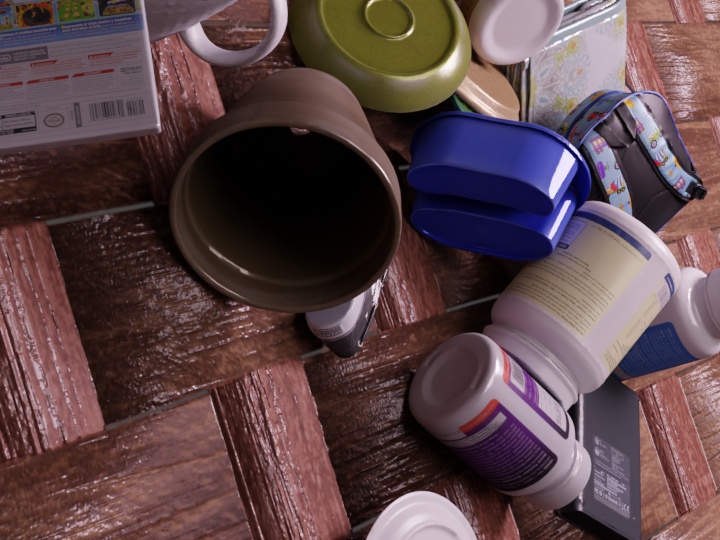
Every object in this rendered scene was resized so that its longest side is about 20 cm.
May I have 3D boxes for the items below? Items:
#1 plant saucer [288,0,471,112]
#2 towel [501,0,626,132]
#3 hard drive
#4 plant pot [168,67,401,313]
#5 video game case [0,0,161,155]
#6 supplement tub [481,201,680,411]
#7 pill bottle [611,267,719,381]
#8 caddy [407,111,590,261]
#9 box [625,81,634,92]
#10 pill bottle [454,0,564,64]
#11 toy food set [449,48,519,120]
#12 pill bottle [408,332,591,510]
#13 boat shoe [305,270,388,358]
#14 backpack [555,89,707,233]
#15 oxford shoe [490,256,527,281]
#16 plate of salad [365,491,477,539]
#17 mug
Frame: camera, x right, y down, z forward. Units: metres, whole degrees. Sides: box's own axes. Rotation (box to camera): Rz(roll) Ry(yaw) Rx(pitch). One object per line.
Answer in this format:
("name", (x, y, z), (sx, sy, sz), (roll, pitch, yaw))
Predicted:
("plant saucer", (0.026, -0.256, 1.498), (0.200, 0.031, 0.200), (8, 61, -14))
("towel", (0.247, -0.231, 1.738), (0.200, 0.048, 0.171), (-27, 130, -31))
("hard drive", (0.283, 0.212, 1.692), (0.140, 0.033, 0.200), (34, 50, -38))
("plant pot", (-0.061, -0.091, 1.293), (0.200, 0.200, 0.174), (48, 25, -27))
("video game case", (-0.243, -0.195, 1.149), (0.018, 0.143, 0.200), (102, -21, -75))
("supplement tub", (0.233, 0.040, 1.556), (0.200, 0.145, 0.145), (-49, 117, -13))
("pill bottle", (0.370, 0.061, 1.733), (0.112, 0.200, 0.112), (25, 56, -44))
("caddy", (0.142, -0.096, 1.530), (0.141, 0.200, 0.105), (83, 25, -50))
("box", (0.291, -0.221, 1.891), (0.200, 0.046, 0.159), (40, 47, -33))
("pill bottle", (0.135, -0.335, 1.639), (0.114, 0.114, 0.200), (21, 28, -45))
("toy food set", (0.105, -0.222, 1.605), (0.198, 0.049, 0.200), (43, 20, -12))
("pill bottle", (0.150, 0.162, 1.482), (0.200, 0.111, 0.112), (43, 44, -32))
("boat shoe", (0.000, 0.000, 1.411), (0.066, 0.070, 0.200), (61, 31, -41))
("backpack", (0.293, -0.124, 1.705), (0.183, 0.135, 0.200), (-42, 131, -10))
("oxford shoe", (0.181, -0.009, 1.657), (0.075, 0.070, 0.200), (-7, 82, -22))
("plate of salad", (0.053, 0.308, 1.347), (0.200, 0.048, 0.200), (11, 76, -48))
("mug", (-0.139, -0.271, 1.256), (0.200, 0.175, 0.148), (62, 34, -16))
